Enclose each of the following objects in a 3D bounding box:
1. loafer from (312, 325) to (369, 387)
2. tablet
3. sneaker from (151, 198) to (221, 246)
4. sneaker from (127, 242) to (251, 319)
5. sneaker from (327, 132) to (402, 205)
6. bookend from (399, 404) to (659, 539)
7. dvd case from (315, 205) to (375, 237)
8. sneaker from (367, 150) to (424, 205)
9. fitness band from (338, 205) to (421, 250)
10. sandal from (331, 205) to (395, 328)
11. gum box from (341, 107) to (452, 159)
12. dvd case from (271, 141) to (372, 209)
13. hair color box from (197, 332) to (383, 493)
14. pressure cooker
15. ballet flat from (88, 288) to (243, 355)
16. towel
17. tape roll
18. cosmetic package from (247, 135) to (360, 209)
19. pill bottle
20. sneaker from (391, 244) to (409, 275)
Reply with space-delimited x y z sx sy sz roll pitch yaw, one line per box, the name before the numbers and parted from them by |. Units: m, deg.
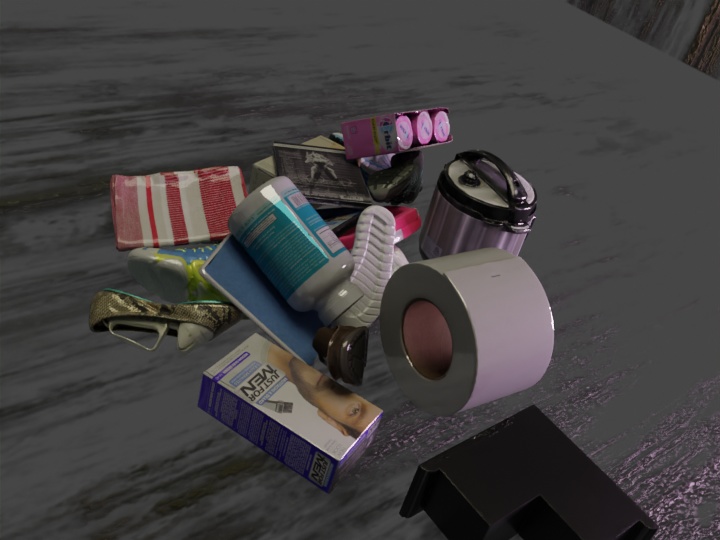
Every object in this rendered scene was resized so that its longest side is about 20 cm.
loafer | -0.029 0.107 1.023 0.070 0.074 0.200 4 -3 3
tablet | -0.124 0.039 1.092 0.200 0.014 0.130 44 29 -11
sneaker | -0.225 -0.065 1.196 0.199 0.078 0.139 -20 34 -40
sneaker | -0.223 -0.002 1.127 0.198 0.076 0.106 23 42 -10
sneaker | 0.025 -0.203 1.512 0.199 0.075 0.087 38 52 16
bookend | 0.187 0.279 0.893 0.198 0.093 0.200 -17 48 -37
dvd case | -0.082 -0.062 1.265 0.142 0.018 0.200 -1 21 35
sneaker | 0.072 -0.146 1.367 0.075 0.080 0.200 -1 23 24
fitness band | 0.012 -0.068 1.299 0.143 0.038 0.199 2 21 40
sandal | 0.007 0.003 1.187 0.082 0.050 0.204 24 72 -12
gum box | 0.071 -0.246 1.421 0.113 0.067 0.199 -4 10 36
dvd case | -0.068 -0.162 1.337 0.147 0.016 0.201 4 33 -14
hair color box | -0.085 0.167 0.964 0.199 0.065 0.109 30 35 16
pressure cooker | 0.200 -0.094 1.325 0.174 0.201 0.179 21 34 8
ballet flat | -0.255 0.073 1.038 0.198 0.068 0.076 7 57 -4
towel | -0.260 -0.094 1.163 0.198 0.023 0.145 -7 51 -16
tape roll | 0.137 0.078 1.058 0.138 0.204 0.203 -10 42 -34
cosmetic package | -0.097 -0.167 1.420 0.105 0.072 0.200 29 36 20
pill bottle | -0.083 -0.022 1.093 0.200 0.111 0.111 51 41 4
sneaker | 0.073 0.027 1.230 0.199 0.071 0.080 29 41 32
